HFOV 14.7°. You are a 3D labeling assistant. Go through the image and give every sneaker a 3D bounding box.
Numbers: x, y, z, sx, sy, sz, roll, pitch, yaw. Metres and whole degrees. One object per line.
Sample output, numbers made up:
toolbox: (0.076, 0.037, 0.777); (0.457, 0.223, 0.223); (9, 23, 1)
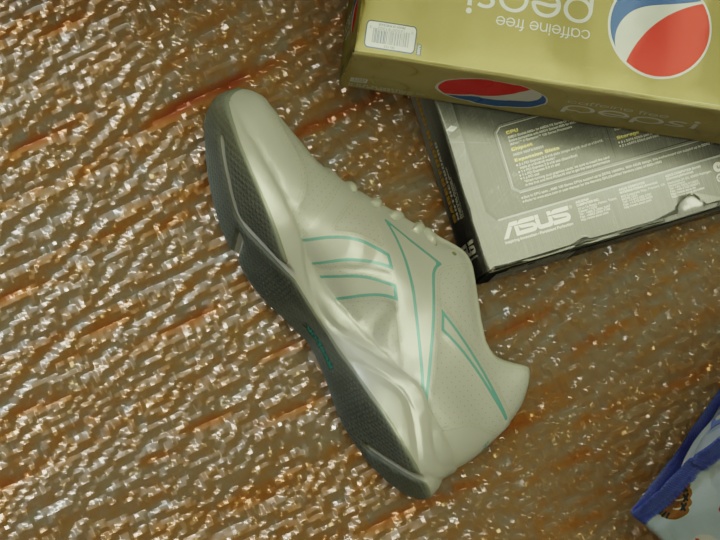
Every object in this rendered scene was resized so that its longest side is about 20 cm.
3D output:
sneaker: (0.000, 0.000, 1.246); (0.080, 0.070, 0.200); (-33, 94, -18)

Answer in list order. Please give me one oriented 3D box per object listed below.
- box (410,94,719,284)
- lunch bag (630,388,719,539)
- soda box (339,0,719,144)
box: (0.123, -0.096, 1.275); (0.200, 0.048, 0.159); (-17, 84, -8)
lunch bag: (0.245, 0.079, 1.220); (0.170, 0.124, 0.200); (45, 45, 1)
soda box: (0.095, -0.102, 1.213); (0.200, 0.068, 0.064); (9, 81, -4)
